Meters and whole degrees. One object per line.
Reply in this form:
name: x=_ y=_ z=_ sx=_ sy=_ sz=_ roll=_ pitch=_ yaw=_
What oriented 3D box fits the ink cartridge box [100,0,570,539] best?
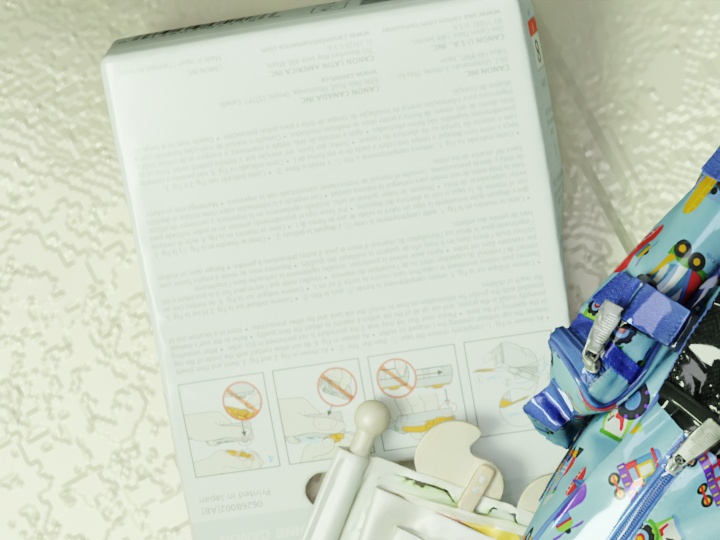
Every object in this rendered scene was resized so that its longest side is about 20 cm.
ink cartridge box: x=0.000 y=0.000 z=1.094 sx=0.161 sy=0.050 sz=0.201 roll=-8 pitch=104 yaw=9

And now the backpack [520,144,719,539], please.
backpack: x=0.119 y=0.070 z=0.986 sx=0.134 sy=0.183 sz=0.200 roll=40 pitch=92 yaw=11

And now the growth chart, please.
growth chart: x=0.058 y=0.148 z=1.069 sx=0.199 sy=0.018 sz=0.145 roll=31 pitch=92 yaw=3
